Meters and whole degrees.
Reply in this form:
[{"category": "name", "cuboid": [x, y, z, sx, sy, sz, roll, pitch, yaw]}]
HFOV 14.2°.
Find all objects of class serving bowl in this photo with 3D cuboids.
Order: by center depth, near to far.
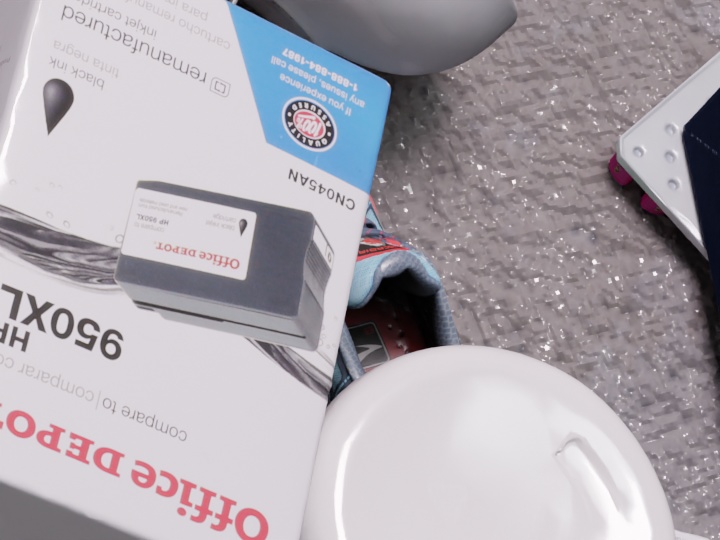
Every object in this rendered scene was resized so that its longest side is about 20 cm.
[{"category": "serving bowl", "cuboid": [-0.030, -0.144, 1.201, 0.200, 0.200, 0.066, 39, 87, 0]}]

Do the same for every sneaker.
[{"category": "sneaker", "cuboid": [0.000, 0.000, 1.185, 0.079, 0.096, 0.201, -22, 76, -29]}]

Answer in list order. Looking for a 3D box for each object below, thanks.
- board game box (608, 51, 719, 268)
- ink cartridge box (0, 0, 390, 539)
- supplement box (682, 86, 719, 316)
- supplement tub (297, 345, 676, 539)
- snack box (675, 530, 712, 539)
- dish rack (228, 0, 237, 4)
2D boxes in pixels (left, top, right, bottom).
[{"category": "board game box", "cuboid": [0.240, -0.032, 1.333, 0.200, 0.026, 0.200, -39, 85, -30]}, {"category": "ink cartridge box", "cuboid": [-0.083, 0.006, 0.991, 0.144, 0.084, 0.201, 24, 62, -26]}, {"category": "supplement box", "cuboid": [0.270, -0.002, 1.238, 0.198, 0.134, 0.201, 0, 67, -20]}, {"category": "supplement tub", "cuboid": [0.017, 0.127, 1.072, 0.144, 0.200, 0.146, 8, 64, -17]}, {"category": "snack box", "cuboid": [0.210, 0.169, 1.229, 0.199, 0.024, 0.072, 16, 61, -13]}, {"category": "dish rack", "cuboid": [-0.109, -0.130, 1.152, 0.153, 0.200, 0.055, 32, 83, -5]}]
